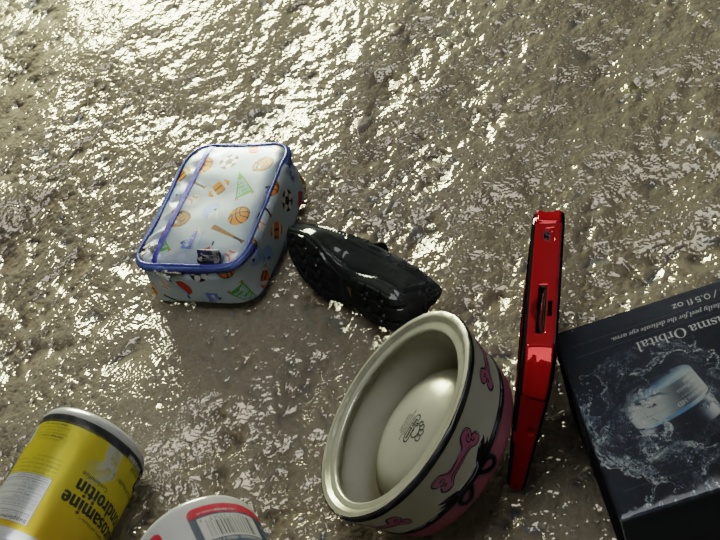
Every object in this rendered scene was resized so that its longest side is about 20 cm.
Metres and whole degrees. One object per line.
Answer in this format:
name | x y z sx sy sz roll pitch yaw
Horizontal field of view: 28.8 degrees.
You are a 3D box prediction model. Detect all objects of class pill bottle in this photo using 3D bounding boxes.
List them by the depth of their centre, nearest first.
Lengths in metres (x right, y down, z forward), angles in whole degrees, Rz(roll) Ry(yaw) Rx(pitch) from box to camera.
pill bottle | -0.105 0.298 1.163 0.119 0.120 0.201 -29 46 -6
pill bottle | -0.289 0.237 1.294 0.111 0.113 0.202 7 53 26

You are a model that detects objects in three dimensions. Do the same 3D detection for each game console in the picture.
game console | 0.155 0.066 1.237 0.031 0.178 0.202 6 49 6

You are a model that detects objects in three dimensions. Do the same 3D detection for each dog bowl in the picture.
dog bowl | 0.053 0.140 1.222 0.200 0.073 0.201 -43 27 28

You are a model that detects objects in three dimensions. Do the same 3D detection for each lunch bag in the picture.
lunch bag | -0.156 -0.052 1.534 0.158 0.076 0.202 3 50 26

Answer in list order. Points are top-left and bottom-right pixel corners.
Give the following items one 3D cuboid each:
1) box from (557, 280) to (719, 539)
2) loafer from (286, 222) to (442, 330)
box | 0.286 0.129 1.169 0.194 0.118 0.202 -18 47 4
loafer | 0.000 0.000 1.437 0.070 0.069 0.200 -27 40 -32
